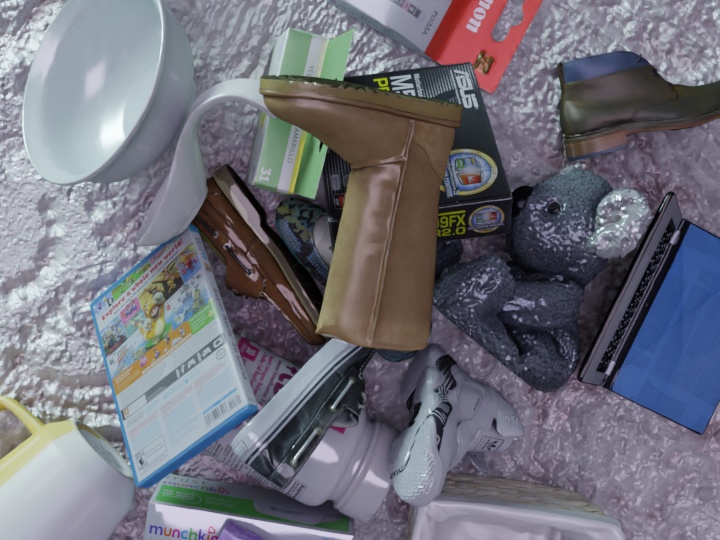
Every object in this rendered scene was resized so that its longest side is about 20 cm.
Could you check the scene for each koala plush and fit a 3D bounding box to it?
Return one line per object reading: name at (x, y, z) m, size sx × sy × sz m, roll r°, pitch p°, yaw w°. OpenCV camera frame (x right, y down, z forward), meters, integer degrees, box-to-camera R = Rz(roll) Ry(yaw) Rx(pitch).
koala plush at (0.173, -0.010, 0.929) m, size 0.183 × 0.177 × 0.201 m, roll 39°, pitch 91°, yaw -17°

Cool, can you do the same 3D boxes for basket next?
basket at (0.138, 0.281, 0.963) m, size 0.197 × 0.123 × 0.137 m, roll 9°, pitch 94°, yaw -2°

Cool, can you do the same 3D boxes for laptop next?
laptop at (0.313, 0.049, 0.950) m, size 0.115 × 0.200 × 0.189 m, roll 26°, pitch 93°, yaw 23°

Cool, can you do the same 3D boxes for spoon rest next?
spoon rest at (-0.150, -0.099, 0.886) m, size 0.060 × 0.100 × 0.200 m, roll 34°, pitch 121°, yaw -20°

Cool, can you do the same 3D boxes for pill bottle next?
pill bottle at (-0.063, 0.154, 0.950) m, size 0.198 × 0.113 × 0.114 m, roll 28°, pitch 93°, yaw -5°

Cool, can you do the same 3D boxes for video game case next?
video game case at (-0.177, 0.076, 0.911) m, size 0.143 × 0.018 × 0.202 m, roll -36°, pitch 59°, yaw 21°

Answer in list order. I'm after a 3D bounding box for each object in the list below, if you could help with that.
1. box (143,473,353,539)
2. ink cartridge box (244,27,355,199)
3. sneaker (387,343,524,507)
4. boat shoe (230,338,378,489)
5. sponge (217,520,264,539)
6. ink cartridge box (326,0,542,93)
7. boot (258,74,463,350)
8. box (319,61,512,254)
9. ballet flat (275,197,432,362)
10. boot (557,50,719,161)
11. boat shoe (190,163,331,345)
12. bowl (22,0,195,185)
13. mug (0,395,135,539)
box at (-0.115, 0.309, 0.969) m, size 0.197 × 0.097 × 0.179 m, roll 11°, pitch 96°, yaw -2°
ink cartridge box at (-0.060, -0.141, 0.884) m, size 0.047 × 0.200 × 0.147 m, roll 12°, pitch 94°, yaw -11°
sneaker at (0.094, 0.158, 0.924) m, size 0.114 × 0.201 × 0.075 m, roll 31°, pitch 119°, yaw -11°
boat shoe at (-0.030, 0.114, 0.883) m, size 0.071 × 0.072 × 0.200 m, roll 45°, pitch 59°, yaw 1°
sponge at (-0.121, 0.346, 0.910) m, size 0.111 × 0.030 × 0.202 m, roll 28°, pitch 95°, yaw -4°
ink cartridge box at (0.082, -0.293, 0.957) m, size 0.198 × 0.057 × 0.164 m, roll 29°, pitch 92°, yaw 1°
boot at (-0.008, -0.043, 0.776) m, size 0.173 × 0.066 × 0.203 m, roll 7°, pitch 102°, yaw -16°
box at (0.042, -0.108, 0.903) m, size 0.158 × 0.202 × 0.045 m, roll -7°, pitch 137°, yaw 0°
ballet flat at (0.000, 0.000, 0.961) m, size 0.074 × 0.074 × 0.200 m, roll -41°, pitch 100°, yaw 1°
boot at (0.286, -0.180, 0.960) m, size 0.198 × 0.075 × 0.098 m, roll -17°, pitch 98°, yaw 1°
boat shoe at (-0.099, -0.003, 0.964) m, size 0.068 × 0.072 × 0.201 m, roll -35°, pitch 85°, yaw 5°
bowl at (-0.217, -0.164, 0.912) m, size 0.199 × 0.090 × 0.204 m, roll -11°, pitch 71°, yaw 36°
mug at (-0.309, 0.213, 0.933) m, size 0.153 × 0.149 × 0.187 m, roll -45°, pitch 101°, yaw -7°
